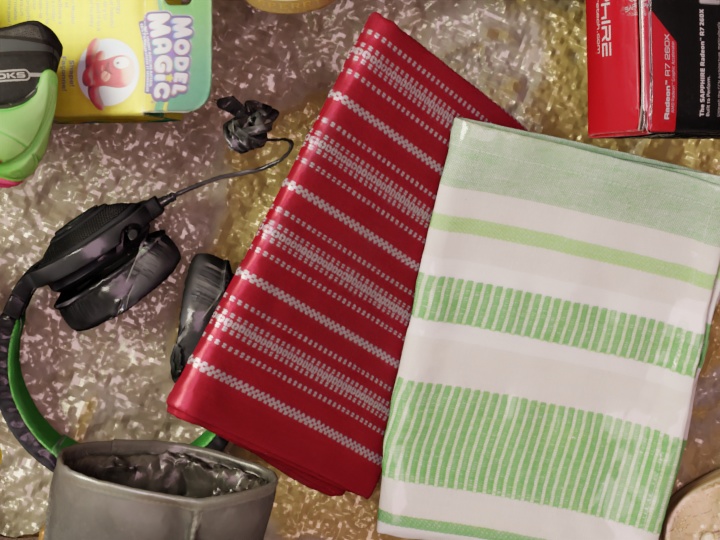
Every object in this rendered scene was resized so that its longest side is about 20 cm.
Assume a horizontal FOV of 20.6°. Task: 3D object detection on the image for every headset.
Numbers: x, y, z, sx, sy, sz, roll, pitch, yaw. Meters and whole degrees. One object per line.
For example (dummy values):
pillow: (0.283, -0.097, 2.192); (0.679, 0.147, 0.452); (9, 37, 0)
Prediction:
headset: (-0.091, 0.012, 0.911); (0.123, 0.094, 0.201); (29, 99, -6)

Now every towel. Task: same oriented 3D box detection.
towel: (0.094, 0.041, 0.937); (0.152, 0.023, 0.201); (10, 102, -12)
towel: (0.000, 0.000, 0.912); (0.144, 0.022, 0.201); (31, 85, -48)

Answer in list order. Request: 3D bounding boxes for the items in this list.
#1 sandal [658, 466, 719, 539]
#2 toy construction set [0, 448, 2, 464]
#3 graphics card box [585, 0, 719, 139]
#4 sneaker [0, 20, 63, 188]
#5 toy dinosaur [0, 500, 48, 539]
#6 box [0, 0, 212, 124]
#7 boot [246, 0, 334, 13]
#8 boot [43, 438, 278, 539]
sandal: (0.246, 0.094, 0.957); (0.211, 0.070, 0.078); (-28, 93, -5)
toy construction set: (-0.249, 0.038, 0.829); (0.199, 0.092, 0.132); (-9, 85, 14)
graphics card box: (0.194, -0.123, 0.922); (0.199, 0.051, 0.126); (-3, 91, -30)
sneaker: (-0.212, -0.097, 0.859); (0.199, 0.077, 0.084); (19, 75, 17)
toy dinosaur: (-0.126, 0.162, 0.932); (0.106, 0.060, 0.200); (-35, 115, -3)
box: (-0.154, -0.124, 0.891); (0.199, 0.048, 0.118); (1, 91, 20)
boot: (-0.037, -0.234, 0.853); (0.072, 0.156, 0.201); (-2, 58, 4)
boot: (-0.069, 0.180, 0.895); (0.181, 0.073, 0.201); (9, 100, -25)
